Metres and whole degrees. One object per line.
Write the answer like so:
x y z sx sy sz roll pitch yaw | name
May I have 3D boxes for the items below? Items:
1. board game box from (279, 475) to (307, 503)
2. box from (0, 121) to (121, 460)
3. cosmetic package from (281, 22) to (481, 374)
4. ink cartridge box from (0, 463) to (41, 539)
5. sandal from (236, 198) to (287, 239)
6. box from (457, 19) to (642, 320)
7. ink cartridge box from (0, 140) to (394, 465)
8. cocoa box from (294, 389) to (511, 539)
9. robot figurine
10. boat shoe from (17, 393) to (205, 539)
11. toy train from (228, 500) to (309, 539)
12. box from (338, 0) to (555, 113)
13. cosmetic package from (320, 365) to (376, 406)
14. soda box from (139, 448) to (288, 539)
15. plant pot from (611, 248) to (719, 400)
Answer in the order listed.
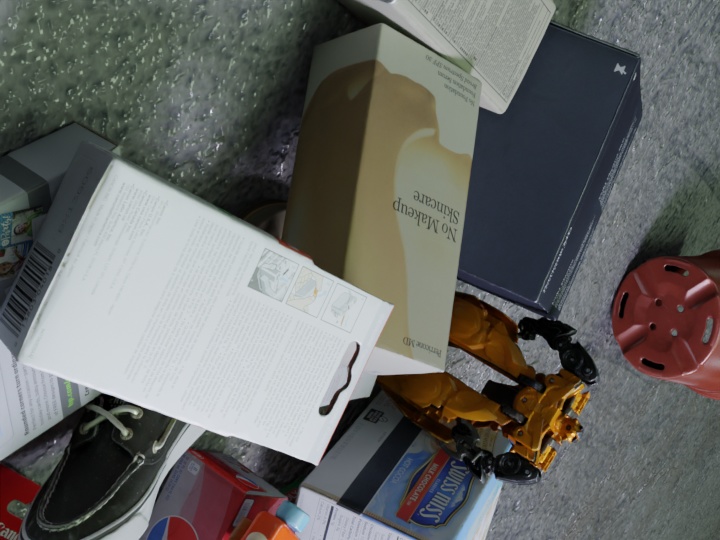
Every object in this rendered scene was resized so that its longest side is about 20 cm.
-0.095 0.286 0.997 0.134 0.029 0.203 -21 130 -49 | board game box
-0.205 0.033 0.610 0.199 0.041 0.158 -36 140 -39 | box
0.011 -0.042 0.755 0.104 0.070 0.204 19 72 -40 | cosmetic package
-0.219 0.222 0.697 0.177 0.083 0.200 -56 149 -12 | ink cartridge box
-0.074 0.009 0.752 0.200 0.053 0.082 -34 142 -66 | sandal
0.145 -0.076 0.951 0.203 0.103 0.182 -67 165 -1 | box
-0.083 0.024 0.634 0.199 0.050 0.110 27 90 -38 | ink cartridge box
0.033 0.211 0.987 0.200 0.129 0.135 -40 147 -60 | cocoa box
0.102 0.091 0.975 0.146 0.199 0.058 -56 150 -8 | robot figurine
-0.146 0.100 0.707 0.201 0.070 0.065 -59 150 -55 | boat shoe
-0.094 0.256 0.812 0.202 0.055 0.151 -59 150 -14 | toy train
0.054 -0.191 0.792 0.096 0.077 0.199 -62 150 -1 | box
0.000 0.000 0.891 0.082 0.050 0.203 -3 116 -59 | cosmetic package
-0.135 0.235 0.852 0.202 0.069 0.063 -63 151 1 | soda box
0.427 0.063 1.487 0.194 0.200 0.203 8 108 -49 | plant pot
